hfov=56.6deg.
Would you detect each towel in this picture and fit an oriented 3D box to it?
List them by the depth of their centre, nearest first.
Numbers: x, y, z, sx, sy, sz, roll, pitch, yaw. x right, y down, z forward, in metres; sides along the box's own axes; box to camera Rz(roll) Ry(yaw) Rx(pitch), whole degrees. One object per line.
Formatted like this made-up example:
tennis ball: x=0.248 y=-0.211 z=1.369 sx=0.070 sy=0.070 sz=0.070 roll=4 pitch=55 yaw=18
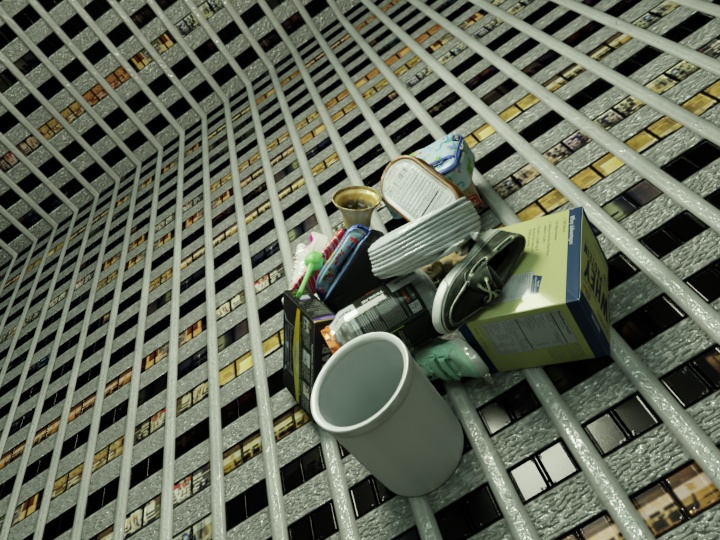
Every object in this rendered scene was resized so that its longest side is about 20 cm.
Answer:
towel: x=-0.091 y=0.014 z=1.468 sx=0.022 sy=0.145 sz=0.201 roll=33 pitch=71 yaw=18

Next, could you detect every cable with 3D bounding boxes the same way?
cable: x=0.103 y=-0.052 z=1.102 sx=0.198 sy=0.070 sz=0.200 roll=-25 pitch=4 yaw=16

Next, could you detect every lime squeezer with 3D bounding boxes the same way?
lime squeezer: x=-0.090 y=-0.003 z=1.286 sx=0.037 sy=0.072 sz=0.200 roll=6 pitch=11 yaw=1

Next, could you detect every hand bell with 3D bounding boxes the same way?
hand bell: x=-0.007 y=-0.067 z=1.425 sx=0.102 sy=0.202 sz=0.105 roll=0 pitch=35 yaw=0

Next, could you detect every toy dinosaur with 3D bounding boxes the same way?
toy dinosaur: x=0.141 y=0.000 z=1.207 sx=0.197 sy=0.059 sz=0.102 roll=-10 pitch=47 yaw=3

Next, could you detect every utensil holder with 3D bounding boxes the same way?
utensil holder: x=0.045 y=0.223 z=1.015 sx=0.168 sy=0.201 sz=0.171 roll=-24 pitch=36 yaw=19

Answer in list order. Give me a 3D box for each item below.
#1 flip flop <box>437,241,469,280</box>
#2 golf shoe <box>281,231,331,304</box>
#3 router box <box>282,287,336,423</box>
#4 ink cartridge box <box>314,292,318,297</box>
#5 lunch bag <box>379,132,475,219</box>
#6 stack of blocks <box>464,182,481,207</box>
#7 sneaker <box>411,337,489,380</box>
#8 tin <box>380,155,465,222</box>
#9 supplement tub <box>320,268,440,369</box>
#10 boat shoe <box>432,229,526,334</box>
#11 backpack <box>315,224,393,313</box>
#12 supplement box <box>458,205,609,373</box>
flip flop: x=0.193 y=-0.019 z=1.299 sx=0.080 sy=0.058 sz=0.201 roll=-20 pitch=21 yaw=18
golf shoe: x=-0.130 y=-0.003 z=1.541 sx=0.201 sy=0.091 sz=0.075 roll=-53 pitch=4 yaw=-26
router box: x=-0.095 y=0.154 z=1.244 sx=0.052 sy=0.203 sz=0.157 roll=-7 pitch=22 yaw=-26
ink cartridge box: x=-0.053 y=0.111 z=1.335 sx=0.039 sy=0.100 sz=0.200 roll=-37 pitch=34 yaw=1
lunch bag: x=0.140 y=-0.196 z=1.402 sx=0.198 sy=0.083 sz=0.162 roll=-21 pitch=30 yaw=31
stack of blocks: x=0.191 y=-0.141 z=1.403 sx=0.114 sy=0.059 sz=0.201 roll=-28 pitch=24 yaw=15
sneaker: x=0.123 y=0.171 z=1.102 sx=0.118 sy=0.074 sz=0.200 roll=-43 pitch=17 yaw=-17
tin: x=0.120 y=-0.144 z=1.306 sx=0.200 sy=0.042 sz=0.113 roll=42 pitch=113 yaw=27
supplement tub: x=0.041 y=0.092 z=1.115 sx=0.198 sy=0.123 sz=0.123 roll=-30 pitch=33 yaw=-5
boat shoe: x=0.180 y=0.014 z=1.008 sx=0.063 sy=0.071 sz=0.201 roll=10 pitch=56 yaw=51
backpack: x=0.000 y=0.000 z=1.329 sx=0.184 sy=0.134 sz=0.200 roll=-55 pitch=3 yaw=8
supplement box: x=0.280 y=0.034 z=1.074 sx=0.198 sy=0.135 sz=0.202 roll=-14 pitch=41 yaw=32
